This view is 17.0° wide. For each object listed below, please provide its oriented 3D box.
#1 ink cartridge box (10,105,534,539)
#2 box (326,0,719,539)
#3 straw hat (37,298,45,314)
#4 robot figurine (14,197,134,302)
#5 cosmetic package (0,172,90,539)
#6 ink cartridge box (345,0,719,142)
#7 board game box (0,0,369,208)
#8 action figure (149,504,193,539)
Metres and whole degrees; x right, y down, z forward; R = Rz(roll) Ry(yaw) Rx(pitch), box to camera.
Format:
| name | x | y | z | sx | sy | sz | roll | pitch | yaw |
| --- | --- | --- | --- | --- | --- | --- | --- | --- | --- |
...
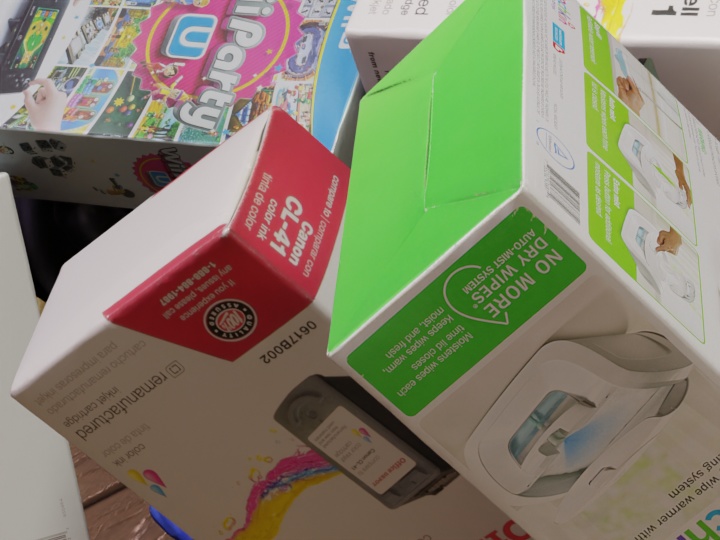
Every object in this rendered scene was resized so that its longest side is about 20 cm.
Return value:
| name | x | y | z | sx | sy | sz | roll | pitch | yaw |
| --- | --- | --- | --- | --- | --- | --- | --- | --- | --- |
| ink cartridge box | -0.018 | 0.051 | 0.981 | 0.147 | 0.200 | 0.086 | -36 | 23 | 35 |
| box | 0.088 | 0.006 | 0.862 | 0.097 | 0.176 | 0.200 | -40 | 20 | 22 |
| straw hat | -0.103 | 0.020 | 1.412 | 0.085 | 0.202 | 0.201 | -6 | -17 | -43 |
| robot figurine | -0.131 | -0.037 | 1.228 | 0.200 | 0.149 | 0.126 | -158 | 67 | -67 |
| cosmetic package | -0.188 | 0.062 | 1.143 | 0.051 | 0.202 | 0.151 | -13 | 2 | -23 |
| ink cartridge box | 0.114 | -0.122 | 1.040 | 0.198 | 0.084 | 0.145 | 4 | 52 | 23 |
| board game box | -0.073 | -0.101 | 1.114 | 0.198 | 0.064 | 0.148 | 6 | 58 | 22 |
| action figure | -0.089 | 0.107 | 1.117 | 0.065 | 0.099 | 0.200 | -50 | 48 | 10 |
